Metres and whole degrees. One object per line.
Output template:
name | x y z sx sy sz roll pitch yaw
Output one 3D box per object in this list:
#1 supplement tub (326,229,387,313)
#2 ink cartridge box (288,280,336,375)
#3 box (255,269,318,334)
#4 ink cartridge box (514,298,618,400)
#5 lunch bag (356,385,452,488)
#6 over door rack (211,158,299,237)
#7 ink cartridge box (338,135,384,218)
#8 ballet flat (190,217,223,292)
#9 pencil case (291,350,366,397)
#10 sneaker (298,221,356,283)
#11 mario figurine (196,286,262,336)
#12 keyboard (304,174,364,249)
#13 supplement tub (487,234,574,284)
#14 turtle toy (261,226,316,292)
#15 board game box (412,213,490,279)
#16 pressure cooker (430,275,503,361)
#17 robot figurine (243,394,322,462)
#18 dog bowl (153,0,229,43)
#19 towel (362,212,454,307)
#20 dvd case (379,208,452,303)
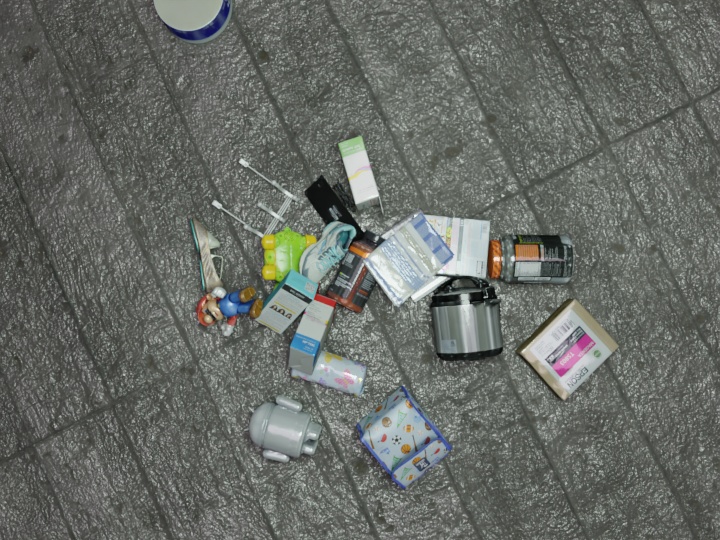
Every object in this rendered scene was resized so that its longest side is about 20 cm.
supplement tub | 0.000 0.000 1.575 0.106 0.107 0.202 28 91 4
ink cartridge box | -0.113 0.142 1.532 0.066 0.117 0.202 19 57 4
box | -0.188 0.081 1.536 0.081 0.200 0.050 31 47 -14
ink cartridge box | 0.523 0.199 1.556 0.200 0.075 0.165 -44 85 0
lunch bag | 0.114 0.430 1.549 0.169 0.124 0.201 -38 100 1
over door rack | -0.283 -0.185 1.619 0.198 0.067 0.149 34 89 4
ink cartridge box | 0.004 -0.228 1.580 0.066 0.117 0.204 -17 86 3
ballet flat | -0.404 -0.044 1.629 0.066 0.068 0.204 -11 92 -17
pencil case | -0.081 0.262 1.582 0.196 0.083 0.092 15 108 4
sneaker | -0.081 -0.046 1.537 0.078 0.085 0.202 49 60 -34
mario figurine | -0.349 0.106 1.566 0.197 0.105 0.126 -13 85 34
keyboard | -0.055 -0.161 1.630 0.104 0.040 0.201 -37 87 24
supplement tub | 0.427 -0.028 1.546 0.196 0.123 0.125 1 88 3
turtle toy | -0.192 -0.011 1.589 0.143 0.101 0.204 0 90 -21
board game box | 0.225 -0.059 1.574 0.196 0.064 0.151 6 86 1
pressure cooker | 0.264 0.115 1.522 0.172 0.179 0.204 -7 88 6
robot figurine | -0.200 0.406 1.567 0.196 0.113 0.173 15 95 4
dog bowl | -0.450 -0.725 1.645 0.196 0.079 0.205 0 87 3
towel | 0.120 -0.027 1.522 0.199 0.024 0.148 -39 89 -7
dvd case | 0.151 -0.040 1.615 0.147 0.016 0.202 -33 86 0
